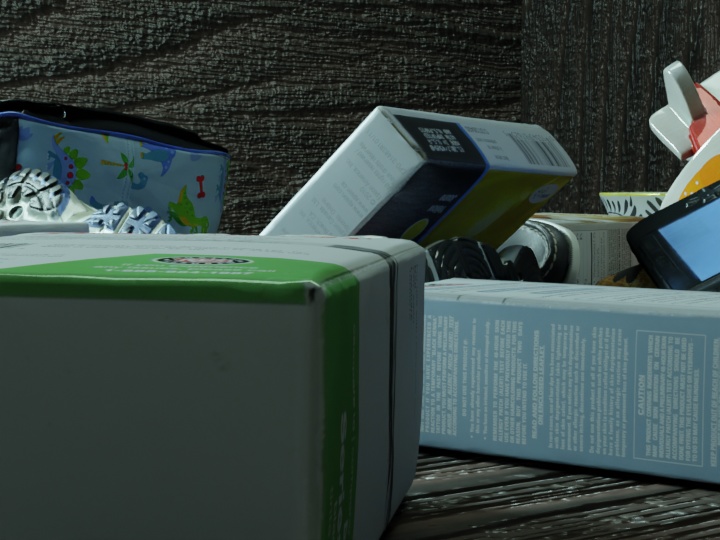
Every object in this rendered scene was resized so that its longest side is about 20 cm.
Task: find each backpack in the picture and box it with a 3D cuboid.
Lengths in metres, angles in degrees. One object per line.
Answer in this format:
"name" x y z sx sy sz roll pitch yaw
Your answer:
"backpack" -0.199 -0.036 1.120 0.199 0.148 0.183 5 -1 -30

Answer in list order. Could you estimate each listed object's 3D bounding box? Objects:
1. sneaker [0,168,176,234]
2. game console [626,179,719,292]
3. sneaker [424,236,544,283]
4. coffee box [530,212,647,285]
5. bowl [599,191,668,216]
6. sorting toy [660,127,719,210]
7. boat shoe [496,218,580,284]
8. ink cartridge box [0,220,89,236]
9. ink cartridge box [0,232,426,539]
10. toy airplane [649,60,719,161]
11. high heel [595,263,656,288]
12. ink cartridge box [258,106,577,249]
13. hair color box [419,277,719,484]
"sneaker" -0.142 0.007 0.926 0.200 0.077 0.085 32 -17 44
"game console" 0.190 -0.074 0.724 0.175 0.117 0.200 -27 10 7
"sneaker" 0.041 0.032 0.811 0.084 0.078 0.200 -19 -8 18
"coffee box" 0.115 0.003 1.082 0.114 0.080 0.199 3 4 39
"bowl" 0.326 -0.027 1.535 0.199 0.095 0.201 0 4 0
"sorting toy" 0.303 -0.028 0.895 0.199 0.181 0.107 -20 -32 -18
"boat shoe" 0.035 0.001 0.971 0.199 0.074 0.060 -5 -23 38
"ink cartridge box" -0.225 0.020 0.689 0.198 0.085 0.144 1 2 5
"ink cartridge box" -0.063 0.034 0.440 0.145 0.085 0.200 1 3 9
"toy airplane" 0.282 -0.066 1.111 0.140 0.201 0.200 -16 8 9
"high heel" 0.156 0.023 0.749 0.142 0.072 0.199 6 7 -44
"ink cartridge box" 0.000 0.000 0.846 0.200 0.047 0.197 -47 -18 22
"hair color box" 0.090 0.038 0.622 0.199 0.061 0.099 4 4 37
